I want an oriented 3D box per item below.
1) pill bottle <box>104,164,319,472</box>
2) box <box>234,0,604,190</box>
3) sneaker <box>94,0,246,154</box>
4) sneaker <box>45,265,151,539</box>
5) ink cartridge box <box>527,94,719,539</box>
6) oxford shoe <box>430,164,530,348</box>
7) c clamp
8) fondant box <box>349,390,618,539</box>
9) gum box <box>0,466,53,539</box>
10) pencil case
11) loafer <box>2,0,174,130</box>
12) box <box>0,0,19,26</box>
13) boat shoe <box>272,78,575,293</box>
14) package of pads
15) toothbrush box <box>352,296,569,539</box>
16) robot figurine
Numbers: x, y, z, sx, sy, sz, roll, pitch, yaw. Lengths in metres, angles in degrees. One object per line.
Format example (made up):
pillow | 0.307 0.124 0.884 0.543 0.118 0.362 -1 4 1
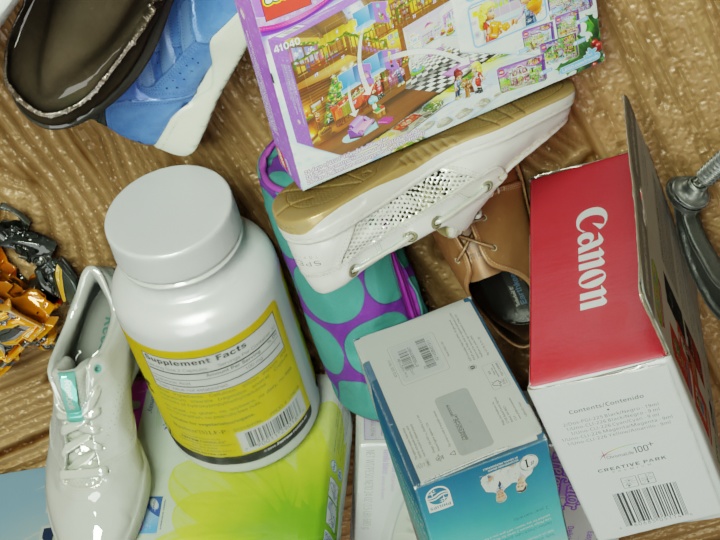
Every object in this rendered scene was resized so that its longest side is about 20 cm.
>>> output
pill bottle | -0.098 0.032 0.910 0.110 0.112 0.201 -5 135 10
box | 0.035 -0.145 0.764 0.199 0.039 0.138 -24 127 -13
sneaker | -0.119 -0.158 0.791 0.111 0.077 0.200 15 135 -19
sneaker | -0.183 0.094 0.922 0.075 0.202 0.089 -2 164 8
ink cartridge box | 0.151 0.023 0.834 0.083 0.201 0.176 -15 125 18
oxford shoe | 0.073 -0.035 0.881 0.071 0.071 0.200 -23 118 24
c clamp | 0.247 -0.063 0.826 0.027 0.171 0.200 -13 151 -37
fondant box | 0.093 0.160 1.025 0.198 0.058 0.145 0 128 -3
gum box | -0.221 0.222 1.046 0.199 0.171 0.045 -11 133 15
pencil case | 0.000 0.000 0.907 0.092 0.085 0.201 1 130 26
loafer | -0.129 -0.159 0.715 0.073 0.071 0.200 38 108 6
box | -0.206 -0.208 0.695 0.130 0.201 0.199 34 124 -20
boat shoe | 0.043 -0.052 0.816 0.199 0.071 0.070 -28 121 -15
package of pads | -0.108 0.150 0.992 0.198 0.155 0.068 -2 138 10
toothbrush box | 0.072 0.144 0.879 0.085 0.147 0.201 -20 127 -3
robot figurine | -0.293 0.001 0.955 0.200 0.058 0.145 38 123 -21
